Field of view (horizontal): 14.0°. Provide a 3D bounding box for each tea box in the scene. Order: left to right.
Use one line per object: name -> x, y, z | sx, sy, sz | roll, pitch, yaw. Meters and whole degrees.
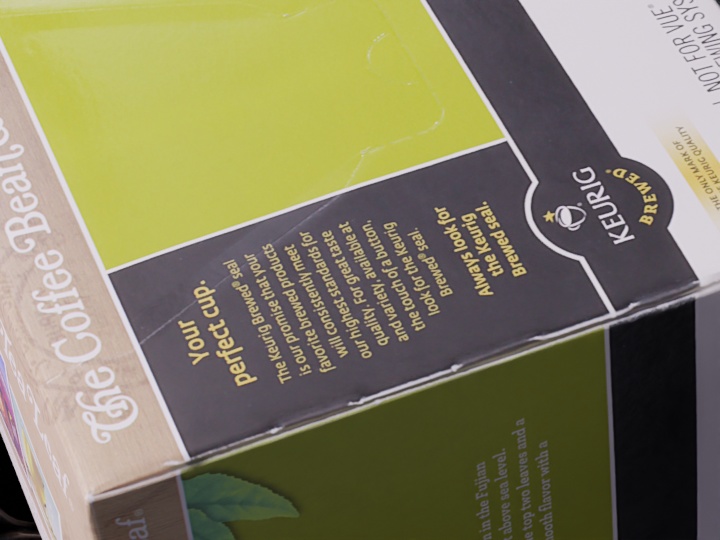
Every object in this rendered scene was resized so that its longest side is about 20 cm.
tea box -> 0.000, 0.000, 0.750 | 0.197, 0.134, 0.200 | -17, 46, -11

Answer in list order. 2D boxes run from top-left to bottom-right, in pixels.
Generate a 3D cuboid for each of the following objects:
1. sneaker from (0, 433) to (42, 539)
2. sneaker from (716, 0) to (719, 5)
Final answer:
sneaker -> -0.143, 0.063, 0.913 | 0.200, 0.075, 0.106 | -28, 15, 8
sneaker -> 0.121, -0.052, 0.786 | 0.200, 0.086, 0.078 | 26, 91, 50
